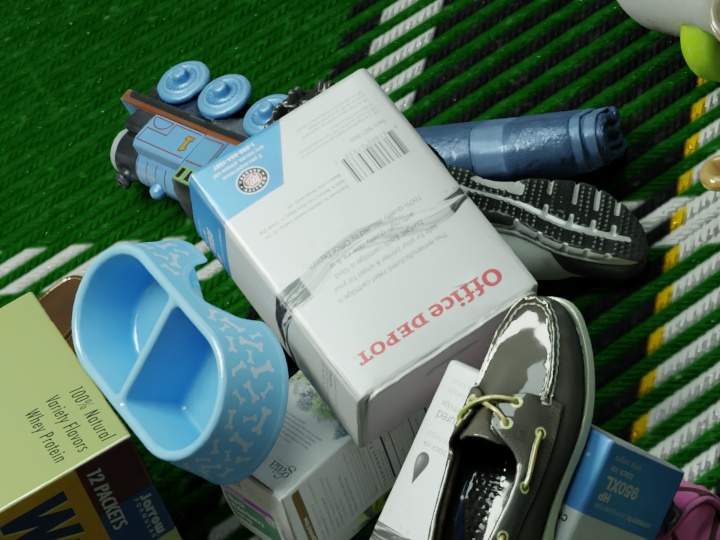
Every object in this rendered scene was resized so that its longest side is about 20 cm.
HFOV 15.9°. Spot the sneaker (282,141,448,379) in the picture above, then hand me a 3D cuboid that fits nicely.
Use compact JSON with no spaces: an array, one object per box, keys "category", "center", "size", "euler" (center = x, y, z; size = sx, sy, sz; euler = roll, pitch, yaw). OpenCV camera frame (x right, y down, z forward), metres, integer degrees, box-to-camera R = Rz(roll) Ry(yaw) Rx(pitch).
[{"category":"sneaker","center":[0.000,0.000,1.804],"size":[0.078,0.089,0.201],"euler":[29,98,9]}]

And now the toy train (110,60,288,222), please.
[{"category":"toy train","center":[-0.118,-0.094,2.041],"size":[0.199,0.087,0.114],"euler":[24,62,41]}]

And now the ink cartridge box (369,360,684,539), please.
[{"category":"ink cartridge box","center":[0.083,0.177,1.557],"size":[0.144,0.084,0.201],"euler":[25,90,44]}]

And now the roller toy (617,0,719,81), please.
[{"category":"roller toy","center":[0.279,-0.266,1.973],"size":[0.200,0.183,0.139],"euler":[-42,37,-26]}]

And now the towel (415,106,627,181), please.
[{"category":"towel","center":[0.095,-0.086,1.930],"size":[0.198,0.049,0.112],"euler":[-5,6,15]}]

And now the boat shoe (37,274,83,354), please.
[{"category":"boat shoe","center":[-0.259,0.070,1.925],"size":[0.072,0.068,0.200],"euler":[13,50,35]}]

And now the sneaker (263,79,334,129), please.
[{"category":"sneaker","center":[-0.044,-0.048,1.932],"size":[0.070,0.098,0.202],"euler":[2,54,13]}]

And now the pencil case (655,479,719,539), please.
[{"category":"pencil case","center":[0.138,0.149,1.638],"size":[0.094,0.091,0.199],"euler":[-40,40,-26]}]

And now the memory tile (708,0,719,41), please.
[{"category":"memory tile","center":[0.364,-0.169,1.876],"size":[0.200,0.017,0.153],"euler":[39,66,10]}]

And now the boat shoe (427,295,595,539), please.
[{"category":"boat shoe","center":[0.084,0.106,1.486],"size":[0.071,0.060,0.203],"euler":[0,73,41]}]

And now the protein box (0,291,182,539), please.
[{"category":"protein box","center":[-0.255,0.158,1.768],"size":[0.199,0.136,0.199],"euler":[-30,39,-10]}]

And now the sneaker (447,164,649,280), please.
[{"category":"sneaker","center":[0.112,-0.022,1.870],"size":[0.198,0.080,0.074],"euler":[12,39,13]}]

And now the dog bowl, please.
[{"category":"dog bowl","center":[-0.125,0.056,1.699],"size":[0.200,0.049,0.112],"euler":[47,115,42]}]

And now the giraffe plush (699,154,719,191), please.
[{"category":"giraffe plush","center":[0.323,-0.057,1.767],"size":[0.200,0.172,0.162],"euler":[-52,23,17]}]

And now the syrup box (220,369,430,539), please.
[{"category":"syrup box","center":[0.001,0.103,1.757],"size":[0.200,0.082,0.079],"euler":[-41,45,-22]}]

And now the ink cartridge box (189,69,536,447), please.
[{"category":"ink cartridge box","center":[0.001,-0.008,1.701],"size":[0.144,0.084,0.200],"euler":[-32,68,-15]}]
